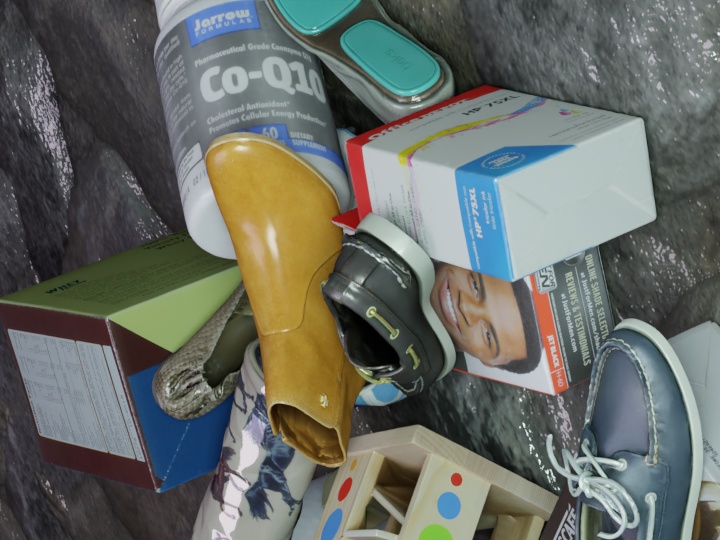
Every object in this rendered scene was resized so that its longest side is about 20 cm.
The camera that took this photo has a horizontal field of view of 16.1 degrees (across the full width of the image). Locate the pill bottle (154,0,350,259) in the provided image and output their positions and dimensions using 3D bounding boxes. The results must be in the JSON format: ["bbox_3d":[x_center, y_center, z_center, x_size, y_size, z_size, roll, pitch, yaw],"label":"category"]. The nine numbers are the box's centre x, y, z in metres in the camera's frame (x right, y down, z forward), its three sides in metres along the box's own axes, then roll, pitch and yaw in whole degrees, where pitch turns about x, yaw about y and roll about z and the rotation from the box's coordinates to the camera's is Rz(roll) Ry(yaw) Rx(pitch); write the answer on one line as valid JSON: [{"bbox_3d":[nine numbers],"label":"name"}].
[{"bbox_3d":[-0.079,-0.119,1.731,0.114,0.113,0.201,115,147,-53],"label":"pill bottle"}]

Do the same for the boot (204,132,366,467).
[{"bbox_3d":[-0.045,0.022,1.615,0.070,0.145,0.201,-12,137,23],"label":"boot"}]

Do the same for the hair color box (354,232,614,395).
[{"bbox_3d":[0.078,0.011,1.647,0.200,0.061,0.102,10,118,57],"label":"hair color box"}]

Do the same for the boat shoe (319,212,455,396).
[{"bbox_3d":[0.012,0.034,1.591,0.072,0.061,0.201,34,163,22],"label":"boat shoe"}]

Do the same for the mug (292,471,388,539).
[{"bbox_3d":[-0.068,0.267,1.949,0.148,0.175,0.200,53,148,25],"label":"mug"}]

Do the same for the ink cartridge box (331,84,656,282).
[{"bbox_3d":[0.073,-0.059,1.554,0.200,0.116,0.068,18,125,54],"label":"ink cartridge box"}]

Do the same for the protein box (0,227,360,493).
[{"bbox_3d":[-0.131,0.058,1.893,0.200,0.198,0.136,6,114,58],"label":"protein box"}]

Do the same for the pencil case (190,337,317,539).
[{"bbox_3d":[-0.066,0.141,1.770,0.090,0.077,0.201,-74,2,-65],"label":"pencil case"}]

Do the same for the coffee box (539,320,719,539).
[{"bbox_3d":[0.188,0.143,1.528,0.113,0.079,0.201,52,146,26],"label":"coffee box"}]

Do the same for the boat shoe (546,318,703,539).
[{"bbox_3d":[0.147,0.126,1.440,0.075,0.062,0.201,33,133,47],"label":"boat shoe"}]

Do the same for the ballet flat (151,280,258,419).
[{"bbox_3d":[-0.068,0.027,1.780,0.067,0.200,0.046,50,161,-19],"label":"ballet flat"}]

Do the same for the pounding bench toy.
[{"bbox_3d":[0.019,0.211,1.742,0.124,0.157,0.200,28,160,-21],"label":"pounding bench toy"}]

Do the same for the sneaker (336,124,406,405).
[{"bbox_3d":[0.000,0.000,1.765,0.072,0.072,0.201,15,120,58],"label":"sneaker"}]

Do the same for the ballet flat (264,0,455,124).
[{"bbox_3d":[-0.005,-0.150,1.683,0.200,0.067,0.064,48,164,36],"label":"ballet flat"}]
